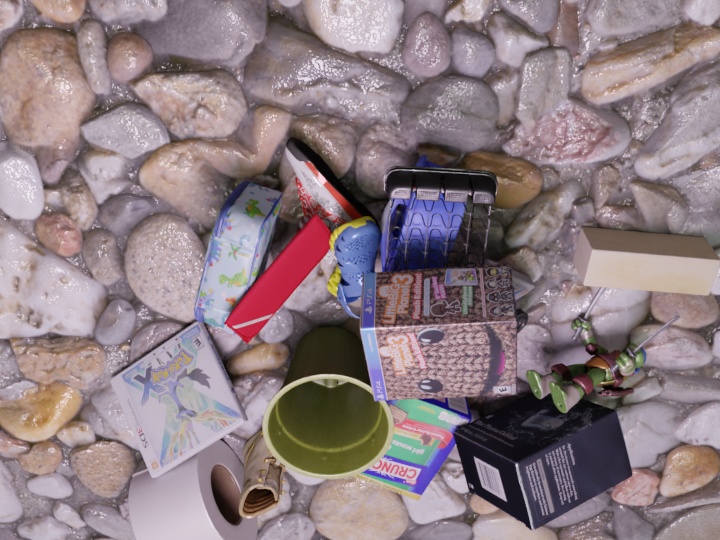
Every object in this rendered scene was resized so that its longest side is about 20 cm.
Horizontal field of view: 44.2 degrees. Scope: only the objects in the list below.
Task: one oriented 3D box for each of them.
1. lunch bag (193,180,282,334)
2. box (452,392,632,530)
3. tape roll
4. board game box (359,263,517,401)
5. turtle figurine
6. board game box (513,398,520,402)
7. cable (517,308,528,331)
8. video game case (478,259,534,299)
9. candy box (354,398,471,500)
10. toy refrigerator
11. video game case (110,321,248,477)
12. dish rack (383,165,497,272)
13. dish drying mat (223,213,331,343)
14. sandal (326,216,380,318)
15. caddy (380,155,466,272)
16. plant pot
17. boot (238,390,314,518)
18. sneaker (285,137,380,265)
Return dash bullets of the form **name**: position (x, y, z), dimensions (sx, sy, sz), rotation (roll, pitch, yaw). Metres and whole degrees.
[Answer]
- **lunch bag**: position (-0.177, -0.021, 1.302), dimensions (0.082, 0.161, 0.202), rotation (18, 118, 2)
- **box**: position (0.286, 0.291, 1.415), dimensions (0.198, 0.196, 0.119), rotation (-21, 102, -21)
- **tape roll**: position (-0.284, 0.406, 1.518), dimensions (0.138, 0.203, 0.204), rotation (-24, 117, 13)
- **board game box**: position (0.107, 0.085, 1.184), dimensions (0.198, 0.097, 0.160), rotation (-4, 136, 8)
- **turtle figurine**: position (0.361, 0.123, 1.385), dimensions (0.193, 0.144, 0.201), rotation (-25, 144, -17)
- **board game box**: position (0.304, 0.324, 1.578), dimensions (0.120, 0.032, 0.200), rotation (-42, 111, 16)
- **cable**: position (0.182, 0.095, 1.352), dimensions (0.050, 0.199, 0.098), rotation (30, 139, 32)
- **video game case**: position (0.160, 0.057, 1.347), dimensions (0.182, 0.022, 0.199), rotation (-38, 156, 18)
- **candy box**: position (0.068, 0.279, 1.521), dimensions (0.168, 0.077, 0.201), rotation (22, 118, -14)
- **toy refrigerator**: position (0.436, -0.012, 1.362), dimensions (0.198, 0.076, 0.071), rotation (5, 120, -4)
- **video game case**: position (-0.300, 0.211, 1.447), dimensions (0.199, 0.022, 0.184), rotation (-32, 76, 16)
- **dish rack**: position (0.101, -0.036, 1.193), dimensions (0.152, 0.055, 0.202), rotation (4, 120, 1)
- **dish drying mat**: position (-0.112, 0.014, 1.263), dimensions (0.200, 0.018, 0.077), rotation (-49, 145, -7)
- **sandal**: position (0.000, 0.000, 1.298), dimensions (0.079, 0.088, 0.201), rotation (-19, 148, -14)
- **caddy**: position (0.082, -0.066, 1.286), dimensions (0.104, 0.142, 0.202), rotation (16, 118, -3)
- **plant pot**: position (-0.048, 0.191, 1.405), dimensions (0.198, 0.191, 0.202), rotation (0, 119, 0)
- **boot**: position (-0.137, 0.308, 1.489), dimensions (0.073, 0.156, 0.200), rotation (36, 113, -19)
- **sneaker**: position (-0.070, -0.093, 1.313), dimensions (0.108, 0.067, 0.201), rotation (-37, 116, 16)
